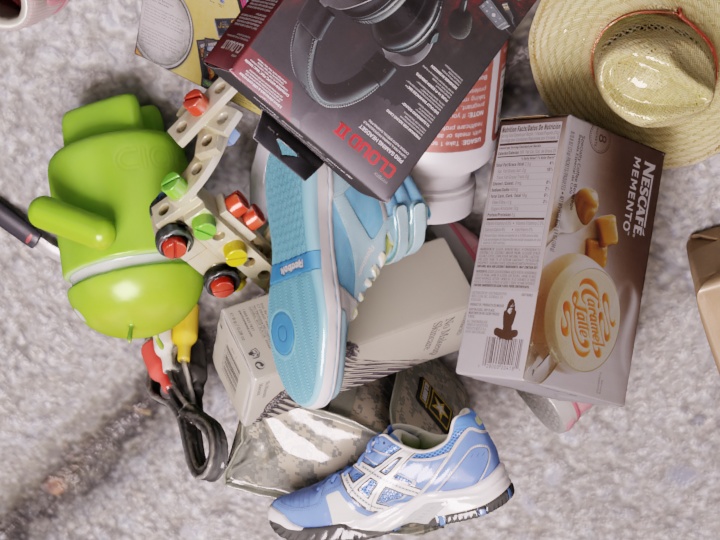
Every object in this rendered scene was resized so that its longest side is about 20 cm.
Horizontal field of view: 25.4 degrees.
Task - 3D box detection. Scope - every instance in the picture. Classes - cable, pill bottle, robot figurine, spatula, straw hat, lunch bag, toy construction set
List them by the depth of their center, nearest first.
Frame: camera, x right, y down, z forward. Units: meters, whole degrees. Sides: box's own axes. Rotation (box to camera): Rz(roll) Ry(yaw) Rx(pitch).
[{"bbox_3d":[0.225,-0.151,1.225,0.198,0.085,0.203,3,115,7],"label":"straw hat"},{"bbox_3d":[-0.086,-0.048,1.229,0.130,0.093,0.200,-32,121,15],"label":"toy construction set"},{"bbox_3d":[0.055,-0.145,1.238,0.111,0.112,0.202,7,116,5],"label":"pill bottle"},{"bbox_3d":[-0.190,-0.036,1.297,0.114,0.175,0.203,-13,80,14],"label":"robot figurine"},{"bbox_3d":[0.000,0.125,1.344,0.198,0.165,0.119,18,120,-1],"label":"lunch bag"},{"bbox_3d":[-0.158,0.107,1.355,0.050,0.201,0.097,24,123,-29],"label":"cable"},{"bbox_3d":[-0.267,-0.019,1.395,0.199,0.021,0.057,35,117,-8],"label":"spatula"}]

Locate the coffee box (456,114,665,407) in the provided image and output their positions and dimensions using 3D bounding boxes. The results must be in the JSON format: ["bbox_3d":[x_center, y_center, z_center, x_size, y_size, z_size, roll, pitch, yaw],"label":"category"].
[{"bbox_3d":[0.155,-0.007,1.224,0.114,0.079,0.203,17,81,-37],"label":"coffee box"}]

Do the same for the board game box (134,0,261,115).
[{"bbox_3d":[-0.083,-0.197,1.227,0.199,0.034,0.137,28,120,26],"label":"board game box"}]

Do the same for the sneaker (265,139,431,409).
[{"bbox_3d":[0.000,0.000,1.185,0.079,0.129,0.203,-6,84,53],"label":"sneaker"}]

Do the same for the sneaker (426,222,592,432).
[{"bbox_3d":[0.144,0.025,1.327,0.104,0.075,0.201,-35,85,-14],"label":"sneaker"}]

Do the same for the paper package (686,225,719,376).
[{"bbox_3d":[0.379,0.049,1.289,0.189,0.104,0.202,-19,111,15],"label":"paper package"}]

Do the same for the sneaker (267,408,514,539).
[{"bbox_3d":[0.018,0.161,1.235,0.198,0.076,0.078,-16,95,16],"label":"sneaker"}]

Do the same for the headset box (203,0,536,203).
[{"bbox_3d":[0.001,-0.157,1.093,0.148,0.077,0.201,39,86,-23],"label":"headset box"}]

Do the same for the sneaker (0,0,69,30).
[{"bbox_3d":[-0.311,-0.270,1.237,0.075,0.105,0.201,-34,105,23],"label":"sneaker"}]

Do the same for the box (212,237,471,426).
[{"bbox_3d":[-0.012,0.047,1.249,0.198,0.069,0.082,-18,153,-20],"label":"box"}]

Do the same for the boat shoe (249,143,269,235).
[{"bbox_3d":[-0.041,-0.104,1.286,0.066,0.073,0.202,18,118,21],"label":"boat shoe"}]
